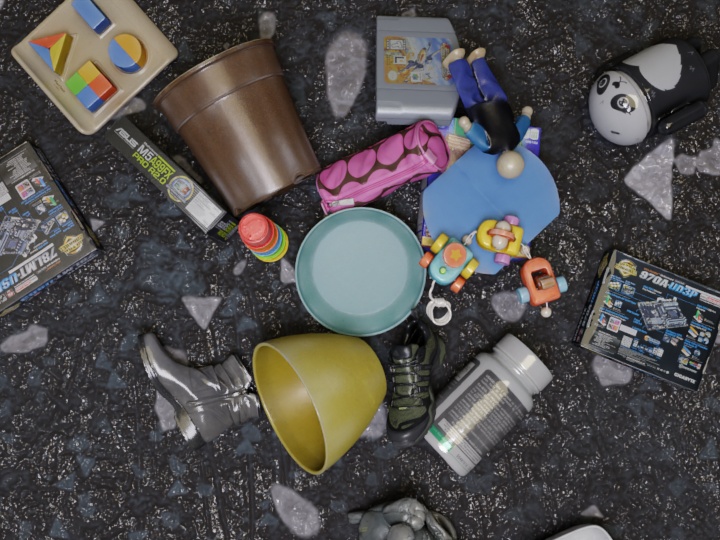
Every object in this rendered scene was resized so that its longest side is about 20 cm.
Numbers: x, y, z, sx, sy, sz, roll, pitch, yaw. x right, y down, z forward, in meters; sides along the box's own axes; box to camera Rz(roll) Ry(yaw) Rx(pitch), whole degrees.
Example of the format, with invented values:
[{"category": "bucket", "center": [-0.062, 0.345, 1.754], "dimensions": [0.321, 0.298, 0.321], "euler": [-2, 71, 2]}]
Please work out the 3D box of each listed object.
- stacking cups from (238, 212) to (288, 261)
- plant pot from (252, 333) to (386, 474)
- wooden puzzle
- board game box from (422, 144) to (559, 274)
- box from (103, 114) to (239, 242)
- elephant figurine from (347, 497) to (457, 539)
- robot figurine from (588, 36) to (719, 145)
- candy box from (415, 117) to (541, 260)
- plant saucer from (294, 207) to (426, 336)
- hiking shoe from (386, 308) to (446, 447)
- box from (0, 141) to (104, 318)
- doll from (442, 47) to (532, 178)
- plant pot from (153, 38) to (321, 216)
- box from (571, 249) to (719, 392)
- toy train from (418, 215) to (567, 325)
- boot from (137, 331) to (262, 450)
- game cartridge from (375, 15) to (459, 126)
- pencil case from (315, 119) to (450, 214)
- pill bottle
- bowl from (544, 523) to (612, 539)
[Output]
[{"category": "stacking cups", "center": [-0.138, -0.052, 1.094], "dimensions": [0.060, 0.200, 0.061], "euler": [0, 85, -3]}, {"category": "plant pot", "center": [-0.047, 0.171, 1.106], "dimensions": [0.141, 0.200, 0.201], "euler": [-23, 87, -29]}, {"category": "wooden puzzle", "center": [-0.415, -0.343, 1.180], "dimensions": [0.200, 0.046, 0.185], "euler": [-42, 88, -4]}, {"category": "board game box", "center": [0.186, -0.093, 1.112], "dimensions": [0.200, 0.039, 0.158], "euler": [-42, 84, -8]}, {"category": "box", "center": [-0.269, -0.129, 1.116], "dimensions": [0.200, 0.160, 0.044], "euler": [43, 88, 2]}, {"category": "elephant figurine", "center": [0.100, 0.421, 1.116], "dimensions": [0.199, 0.156, 0.142], "euler": [28, 125, -24]}, {"category": "robot figurine", "center": [0.446, -0.276, 1.160], "dimensions": [0.199, 0.150, 0.125], "euler": [-29, 101, -3]}, {"category": "candy box", "center": [0.179, -0.124, 1.169], "dimensions": [0.167, 0.077, 0.202], "euler": [6, 88, -1]}, {"category": "plant saucer", "center": [0.000, 0.000, 1.156], "dimensions": [0.198, 0.036, 0.202], "euler": [-1, 105, -3]}, {"category": "hiking shoe", "center": [0.065, 0.155, 1.102], "dimensions": [0.075, 0.101, 0.201], "euler": [-13, 42, 30]}, {"category": "box", "center": [-0.530, -0.059, 1.160], "dimensions": [0.199, 0.050, 0.199], "euler": [-34, 89, -4]}, {"category": "doll", "center": [0.190, -0.225, 1.092], "dimensions": [0.135, 0.048, 0.201], "euler": [-9, 71, -28]}, {"category": "plant pot", "center": [-0.166, -0.200, 1.114], "dimensions": [0.199, 0.200, 0.199], "euler": [-29, 95, -3]}, {"category": "box", "center": [0.450, 0.078, 1.180], "dimensions": [0.199, 0.046, 0.160], "euler": [21, 86, 0]}, {"category": "toy train", "center": [0.183, 0.002, 1.047], "dimensions": [0.198, 0.056, 0.152], "euler": [-12, 81, -3]}, {"category": "boot", "center": [-0.240, 0.157, 1.153], "dimensions": [0.131, 0.070, 0.201], "euler": [-30, 99, -6]}, {"category": "game cartridge", "center": [0.088, -0.309, 1.159], "dimensions": [0.132, 0.042, 0.202], "euler": [-1, 61, 2]}, {"category": "pencil case", "center": [0.031, -0.145, 1.123], "dimensions": [0.199, 0.094, 0.091], "euler": [-24, 105, 27]}, {"category": "pill bottle", "center": [0.183, 0.197, 1.132], "dimensions": [0.200, 0.113, 0.113], "euler": [-44, 89, -3]}, {"category": "bowl", "center": [0.307, 0.493, 1.138], "dimensions": [0.199, 0.075, 0.201], "euler": [-26, 88, -4]}]
